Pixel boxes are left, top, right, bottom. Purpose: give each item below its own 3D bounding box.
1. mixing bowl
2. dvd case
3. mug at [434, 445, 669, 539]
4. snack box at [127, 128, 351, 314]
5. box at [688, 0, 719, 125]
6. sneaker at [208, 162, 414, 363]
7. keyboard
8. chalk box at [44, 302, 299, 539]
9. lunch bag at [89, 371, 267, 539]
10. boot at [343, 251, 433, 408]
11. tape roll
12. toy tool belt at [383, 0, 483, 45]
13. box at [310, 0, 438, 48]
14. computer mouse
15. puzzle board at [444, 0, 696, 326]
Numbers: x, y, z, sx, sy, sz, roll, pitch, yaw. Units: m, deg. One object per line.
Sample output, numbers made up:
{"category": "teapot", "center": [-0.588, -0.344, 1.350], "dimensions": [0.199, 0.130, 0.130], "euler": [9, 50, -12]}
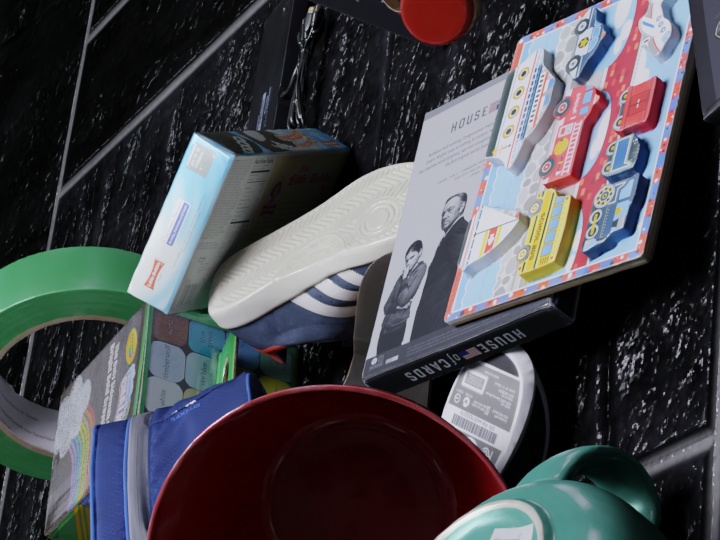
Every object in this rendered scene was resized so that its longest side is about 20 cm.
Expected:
{"category": "mixing bowl", "center": [-0.005, 0.141, 1.299], "dimensions": [0.108, 0.199, 0.201], "euler": [-64, -1, -74]}
{"category": "dvd case", "center": [0.076, -0.034, 1.422], "dimensions": [0.150, 0.025, 0.201], "euler": [-24, 40, 42]}
{"category": "mug", "center": [0.082, 0.166, 1.165], "dimensions": [0.152, 0.114, 0.185], "euler": [-41, 28, 10]}
{"category": "snack box", "center": [-0.079, -0.036, 1.688], "dimensions": [0.117, 0.037, 0.200], "euler": [-66, -18, 13]}
{"category": "box", "center": [0.235, -0.199, 1.239], "dimensions": [0.199, 0.049, 0.201], "euler": [-48, 33, 46]}
{"category": "sneaker", "center": [0.000, 0.000, 1.607], "dimensions": [0.199, 0.085, 0.075], "euler": [-24, 38, 29]}
{"category": "keyboard", "center": [-0.059, -0.126, 1.887], "dimensions": [0.127, 0.020, 0.201], "euler": [140, 141, -61]}
{"category": "chalk box", "center": [-0.119, 0.109, 1.718], "dimensions": [0.200, 0.123, 0.125], "euler": [-42, 35, 48]}
{"category": "lunch bag", "center": [-0.101, 0.176, 1.538], "dimensions": [0.131, 0.136, 0.200], "euler": [-20, 32, 8]}
{"category": "boot", "center": [0.016, 0.083, 1.531], "dimensions": [0.075, 0.073, 0.201], "euler": [-32, -41, -77]}
{"category": "tape roll", "center": [-0.203, 0.072, 1.833], "dimensions": [0.201, 0.199, 0.048], "euler": [-55, 28, 34]}
{"category": "toy tool belt", "center": [0.102, -0.232, 1.510], "dimensions": [0.201, 0.125, 0.123], "euler": [-57, -4, 25]}
{"category": "box", "center": [0.044, -0.273, 1.642], "dimensions": [0.200, 0.114, 0.133], "euler": [-56, 26, 30]}
{"category": "computer mouse", "center": [0.064, 0.139, 1.376], "dimensions": [0.109, 0.044, 0.201], "euler": [26, 97, 56]}
{"category": "puzzle board", "center": [0.118, -0.072, 1.360], "dimensions": [0.150, 0.017, 0.201], "euler": [-20, 44, 45]}
